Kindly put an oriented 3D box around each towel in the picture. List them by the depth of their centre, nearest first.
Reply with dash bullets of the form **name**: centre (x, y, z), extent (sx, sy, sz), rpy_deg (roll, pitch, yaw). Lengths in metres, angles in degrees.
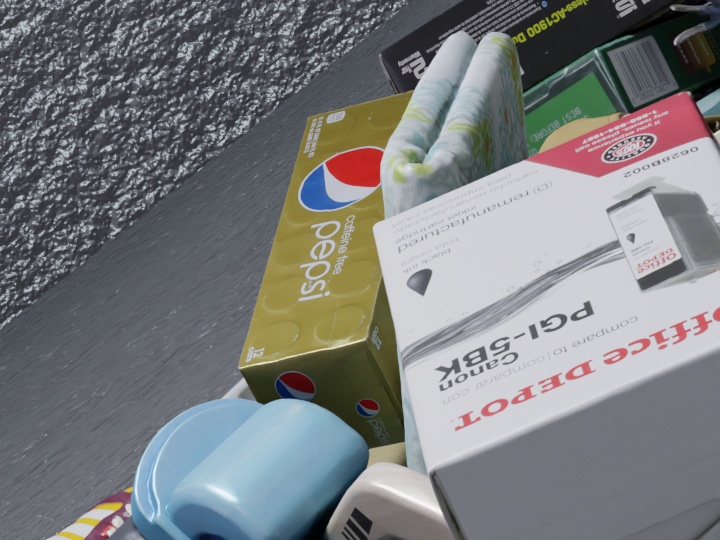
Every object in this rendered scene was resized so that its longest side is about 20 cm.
- **towel**: centre (0.047, -0.002, 1.271), extent (0.048, 0.172, 0.200), rpy_deg (-4, 22, 13)

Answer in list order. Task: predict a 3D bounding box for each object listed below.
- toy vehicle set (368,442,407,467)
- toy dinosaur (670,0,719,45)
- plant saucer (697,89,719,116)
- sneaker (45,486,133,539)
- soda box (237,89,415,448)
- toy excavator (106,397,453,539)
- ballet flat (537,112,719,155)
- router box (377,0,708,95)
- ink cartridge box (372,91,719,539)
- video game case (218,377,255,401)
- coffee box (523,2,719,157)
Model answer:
- **toy vehicle set**: centre (-0.017, 0.127, 1.389), extent (0.199, 0.027, 0.124), rpy_deg (-35, 10, 15)
- **toy dinosaur**: centre (0.245, -0.094, 1.450), extent (0.182, 0.105, 0.200), rpy_deg (-48, -31, 17)
- **plant saucer**: centre (0.193, -0.077, 1.588), extent (0.200, 0.027, 0.200), rpy_deg (-37, 9, 7)
- **sneaker**: centre (-0.136, 0.159, 1.504), extent (0.090, 0.075, 0.200), rpy_deg (-39, 5, 14)
- **soda box**: centre (0.000, 0.000, 1.336), extent (0.067, 0.064, 0.201), rpy_deg (-13, 35, 20)
- **toy excavator**: centre (-0.010, 0.111, 1.171), extent (0.100, 0.194, 0.200), rpy_deg (-42, -18, -28)
- **ballet flat**: centre (0.139, -0.049, 1.221), extent (0.063, 0.069, 0.200), rpy_deg (-38, -13, 25)
- **router box**: centre (0.128, -0.150, 1.532), extent (0.199, 0.062, 0.150), rpy_deg (-30, -2, 37)
- **ink cartridge box**: centre (0.092, 0.030, 1.052), extent (0.146, 0.083, 0.200), rpy_deg (-23, 27, 5)
- **video game case**: centre (-0.004, 0.019, 1.530), extent (0.182, 0.024, 0.200), rpy_deg (-43, -1, 22)
- **coffee box**: centre (0.138, -0.094, 1.522), extent (0.123, 0.044, 0.200), rpy_deg (-31, -3, 33)
